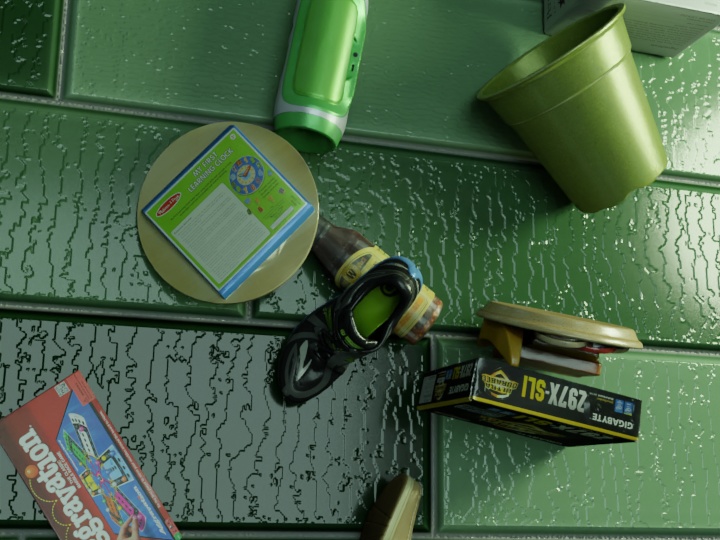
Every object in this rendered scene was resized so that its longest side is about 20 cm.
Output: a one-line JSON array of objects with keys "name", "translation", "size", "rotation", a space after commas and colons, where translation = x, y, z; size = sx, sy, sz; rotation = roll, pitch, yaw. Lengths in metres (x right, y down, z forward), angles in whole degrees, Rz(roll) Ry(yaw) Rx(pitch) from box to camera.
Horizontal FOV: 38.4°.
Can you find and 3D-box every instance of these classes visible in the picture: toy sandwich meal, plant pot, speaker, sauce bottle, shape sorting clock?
[{"name": "toy sandwich meal", "translation": [0.211, 0.083, 1.134], "size": [0.202, 0.205, 0.072], "rotation": [11, 91, -15]}, {"name": "plant pot", "translation": [0.270, -0.180, 1.230], "size": [0.199, 0.199, 0.191], "rotation": [-39, 103, -21]}, {"name": "speaker", "translation": [-0.044, -0.241, 1.182], "size": [0.087, 0.088, 0.204], "rotation": [15, 74, -14]}, {"name": "sauce bottle", "translation": [0.000, 0.000, 1.153], "size": [0.199, 0.066, 0.066], "rotation": [37, 70, -3]}, {"name": "shape sorting clock", "translation": [-0.143, -0.063, 1.117], "size": [0.196, 0.039, 0.204], "rotation": [0, 80, -2]}]

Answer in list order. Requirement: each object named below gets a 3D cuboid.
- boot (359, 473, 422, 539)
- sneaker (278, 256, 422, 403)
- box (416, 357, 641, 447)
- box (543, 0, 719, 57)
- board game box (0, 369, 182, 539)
[{"name": "boot", "translation": [0.069, 0.334, 1.095], "size": [0.153, 0.073, 0.203], "rotation": [22, 74, -12]}, {"name": "sneaker", "translation": [-0.018, 0.063, 1.087], "size": [0.199, 0.083, 0.071], "rotation": [-43, 94, 14]}, {"name": "box", "translation": [0.181, 0.147, 1.127], "size": [0.197, 0.160, 0.050], "rotation": [16, 73, -14]}, {"name": "box", "translation": [0.348, -0.401, 1.319], "size": [0.196, 0.131, 0.203], "rotation": [6, 76, -16]}, {"name": "board game box", "translation": [-0.275, 0.214, 1.040], "size": [0.102, 0.019, 0.202], "rotation": [-33, 89, -20]}]
